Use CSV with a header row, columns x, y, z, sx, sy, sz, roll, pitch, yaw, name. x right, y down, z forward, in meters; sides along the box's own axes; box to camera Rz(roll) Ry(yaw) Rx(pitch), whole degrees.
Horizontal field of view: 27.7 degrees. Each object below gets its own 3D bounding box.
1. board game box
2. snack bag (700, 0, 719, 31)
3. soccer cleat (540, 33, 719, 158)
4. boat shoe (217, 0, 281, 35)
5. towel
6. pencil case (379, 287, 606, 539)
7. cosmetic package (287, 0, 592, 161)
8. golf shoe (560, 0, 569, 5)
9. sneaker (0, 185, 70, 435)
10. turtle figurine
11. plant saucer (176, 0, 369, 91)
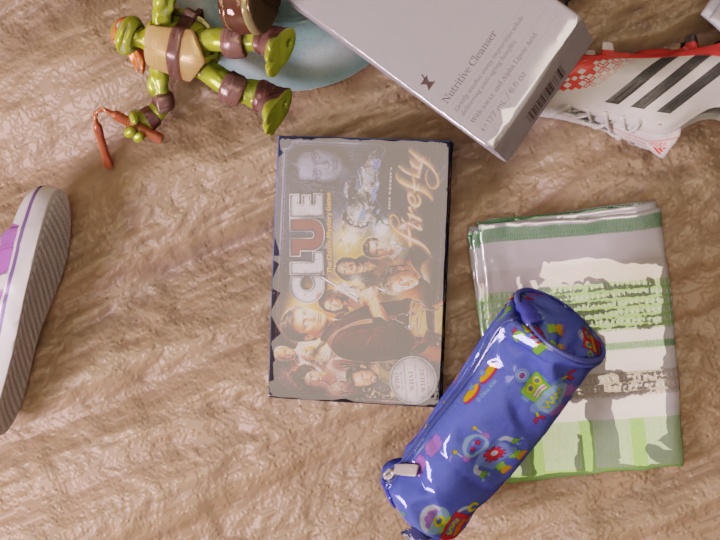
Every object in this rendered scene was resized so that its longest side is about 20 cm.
x,y,z,sx,sy,sz,roll,pitch,yaw,name
0.000,0.000,1.120,0.134,0.035,0.202,2,91,8,board game box
0.376,-0.194,1.051,0.188,0.021,0.200,42,82,5,snack bag
0.196,-0.123,1.075,0.198,0.069,0.086,-6,82,3,soccer cleat
-0.093,-0.255,1.060,0.067,0.072,0.202,-7,65,11,boat shoe
0.164,0.055,1.101,0.148,0.031,0.202,-6,90,9,towel
0.089,0.107,1.062,0.201,0.086,0.078,-54,40,20,pencil case
0.052,-0.181,1.035,0.199,0.081,0.113,36,96,14,cosmetic package
0.096,-0.279,1.090,0.200,0.073,0.092,44,82,-3,golf shoe
-0.304,0.018,1.145,0.113,0.073,0.202,20,94,10,sneaker
-0.130,-0.157,1.112,0.160,0.064,0.202,19,115,17,turtle figurine
-0.054,-0.241,1.121,0.199,0.039,0.203,0,91,7,plant saucer
